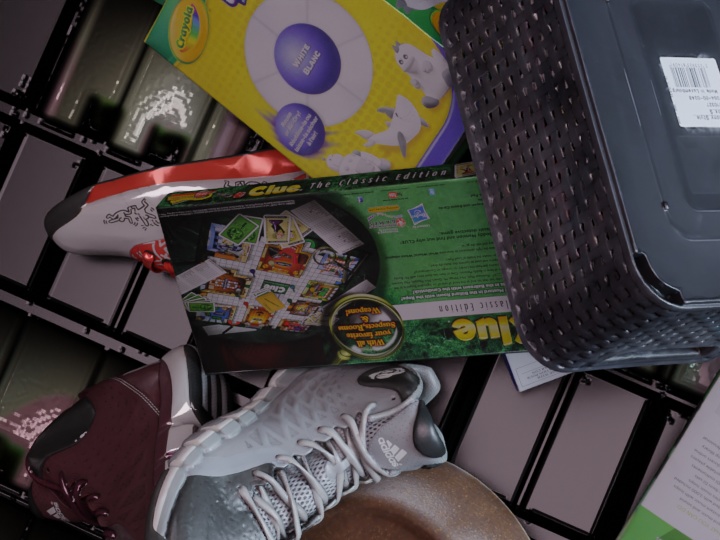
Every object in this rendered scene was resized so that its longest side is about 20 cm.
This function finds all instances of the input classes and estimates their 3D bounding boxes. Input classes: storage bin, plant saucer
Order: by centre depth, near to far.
[{"bbox_3d":[0.134,-0.062,0.986,0.135,0.094,0.201,-2,71,-34],"label":"storage bin"},{"bbox_3d":[0.004,0.194,1.095,0.200,0.037,0.201,-4,79,23],"label":"plant saucer"}]

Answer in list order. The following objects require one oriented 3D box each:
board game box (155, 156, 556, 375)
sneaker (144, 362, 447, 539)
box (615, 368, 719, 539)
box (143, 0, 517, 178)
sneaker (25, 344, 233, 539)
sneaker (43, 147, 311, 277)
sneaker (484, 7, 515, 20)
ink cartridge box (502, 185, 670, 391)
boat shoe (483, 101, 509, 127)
[{"bbox_3d":[0.000,0.000,1.072,0.199,0.023,0.105,-4,115,19],"label":"board game box"},{"bbox_3d":[-0.020,0.098,1.051,0.115,0.200,0.075,-6,117,33],"label":"sneaker"},{"bbox_3d":[0.231,0.112,1.059,0.144,0.036,0.200,33,120,11],"label":"box"},{"bbox_3d":[-0.026,-0.123,1.073,0.200,0.048,0.117,40,127,9],"label":"box"},{"bbox_3d":[-0.128,0.142,1.114,0.115,0.076,0.200,-14,53,17],"label":"sneaker"},{"bbox_3d":[-0.071,-0.005,1.138,0.201,0.067,0.108,-12,81,2],"label":"sneaker"},{"bbox_3d":[0.009,-0.206,1.118,0.199,0.130,0.080,41,90,8],"label":"sneaker"},{"bbox_3d":[0.160,-0.015,1.104,0.199,0.044,0.094,-20,123,3],"label":"ink cartridge box"},{"bbox_3d":[-0.009,-0.129,1.131,0.200,0.068,0.072,19,43,9],"label":"boat shoe"}]
